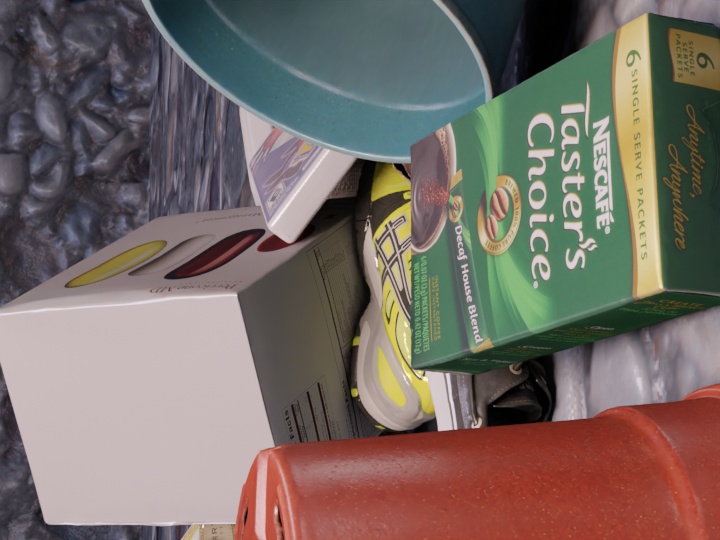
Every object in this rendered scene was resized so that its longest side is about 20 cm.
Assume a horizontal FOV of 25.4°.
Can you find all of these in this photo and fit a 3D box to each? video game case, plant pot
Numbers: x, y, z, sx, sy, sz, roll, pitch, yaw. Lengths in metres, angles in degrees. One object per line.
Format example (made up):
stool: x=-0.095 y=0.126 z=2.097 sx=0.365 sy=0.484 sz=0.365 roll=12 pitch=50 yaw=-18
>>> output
video game case: x=-0.002 y=-0.123 z=1.031 sx=0.200 sy=0.023 sz=0.182 roll=-53 pitch=16 yaw=8
plant pot: x=0.055 y=0.142 z=0.620 sx=0.201 sy=0.194 sz=0.202 roll=-178 pitch=90 yaw=-76
plant pot: x=0.009 y=-0.193 z=0.847 sx=0.189 sy=0.199 sz=0.200 roll=-65 pitch=4 yaw=-24

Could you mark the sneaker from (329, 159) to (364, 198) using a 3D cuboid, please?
sneaker: x=0.000 y=0.000 z=1.168 sx=0.085 sy=0.077 sz=0.201 roll=-148 pitch=52 yaw=-67

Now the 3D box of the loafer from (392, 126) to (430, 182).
loafer: x=0.059 y=-0.050 z=0.897 sx=0.200 sy=0.071 sz=0.074 roll=-138 pitch=51 yaw=-73

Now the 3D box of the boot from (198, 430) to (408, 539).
boot: x=-0.027 y=0.173 z=1.034 sx=0.200 sy=0.154 sz=0.073 roll=-109 pitch=18 yaw=-60

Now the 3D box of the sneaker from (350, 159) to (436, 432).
sneaker: x=0.044 y=-0.001 z=1.000 sx=0.076 sy=0.075 sz=0.201 roll=-17 pitch=68 yaw=47

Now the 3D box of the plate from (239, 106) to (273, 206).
plate: x=-0.058 y=-0.051 z=1.309 sx=0.200 sy=0.032 sz=0.201 roll=-103 pitch=-5 yaw=-48

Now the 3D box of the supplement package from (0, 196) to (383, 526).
supplement package: x=-0.093 y=0.054 z=1.032 sx=0.200 sy=0.190 sz=0.148 roll=-39 pitch=-61 yaw=-59

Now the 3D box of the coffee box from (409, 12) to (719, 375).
coffee box: x=0.088 y=-0.027 z=0.728 sx=0.200 sy=0.044 sz=0.124 roll=-22 pitch=65 yaw=59

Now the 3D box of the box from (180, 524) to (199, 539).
box: x=-0.083 y=0.236 z=1.203 sx=0.200 sy=0.112 sz=0.102 roll=-55 pitch=11 yaw=35

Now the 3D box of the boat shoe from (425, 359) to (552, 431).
boat shoe: x=0.075 y=0.073 z=0.852 sx=0.056 sy=0.068 sz=0.201 roll=-25 pitch=58 yaw=41
